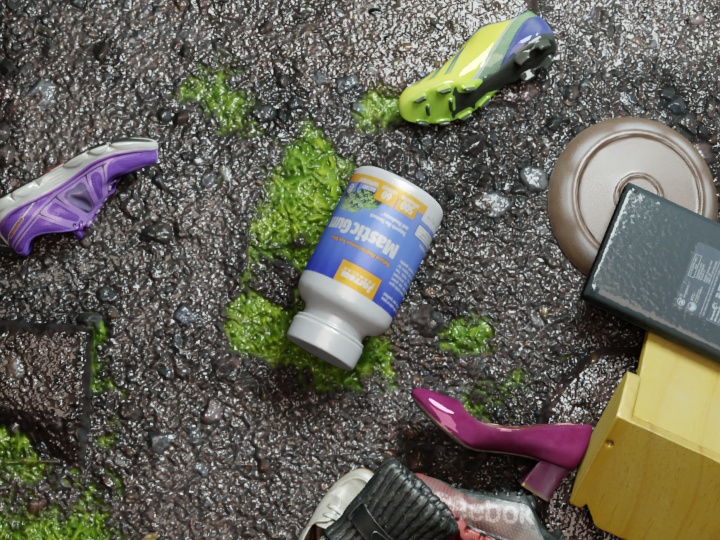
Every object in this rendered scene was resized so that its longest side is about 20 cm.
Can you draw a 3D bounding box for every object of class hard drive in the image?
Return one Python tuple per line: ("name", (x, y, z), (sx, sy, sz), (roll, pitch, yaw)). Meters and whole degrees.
("hard drive", (0.356, 0.007, 1.568), (0.198, 0.033, 0.141), (25, 77, 1))

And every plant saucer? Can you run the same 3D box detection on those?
("plant saucer", (0.311, -0.079, 1.617), (0.197, 0.032, 0.204), (0, 80, -3))

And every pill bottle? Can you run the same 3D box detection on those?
("pill bottle", (0.000, 0.000, 1.544), (0.111, 0.112, 0.202), (27, 79, 1))

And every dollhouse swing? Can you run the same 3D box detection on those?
("dollhouse swing", (0.356, 0.188, 1.572), (0.198, 0.176, 0.183), (23, 121, 0))

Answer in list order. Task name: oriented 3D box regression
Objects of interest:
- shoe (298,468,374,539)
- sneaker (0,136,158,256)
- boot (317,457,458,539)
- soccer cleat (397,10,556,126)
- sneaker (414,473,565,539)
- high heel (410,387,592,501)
("shoe", (-0.036, 0.302, 1.520), (0.069, 0.053, 0.202), (31, 80, 2))
("sneaker", (-0.305, -0.083, 1.571), (0.198, 0.081, 0.084), (-29, 100, 0))
("boot", (0.047, 0.313, 1.476), (0.158, 0.079, 0.211), (-43, 112, -3))
("soccer cleat", (0.127, -0.230, 1.625), (0.198, 0.065, 0.084), (-27, 53, -3))
("sneaker", (0.134, 0.268, 1.530), (0.199, 0.071, 0.098), (32, 63, 12))
("high heel", (0.152, 0.159, 1.548), (0.199, 0.067, 0.097), (34, 90, -12))
